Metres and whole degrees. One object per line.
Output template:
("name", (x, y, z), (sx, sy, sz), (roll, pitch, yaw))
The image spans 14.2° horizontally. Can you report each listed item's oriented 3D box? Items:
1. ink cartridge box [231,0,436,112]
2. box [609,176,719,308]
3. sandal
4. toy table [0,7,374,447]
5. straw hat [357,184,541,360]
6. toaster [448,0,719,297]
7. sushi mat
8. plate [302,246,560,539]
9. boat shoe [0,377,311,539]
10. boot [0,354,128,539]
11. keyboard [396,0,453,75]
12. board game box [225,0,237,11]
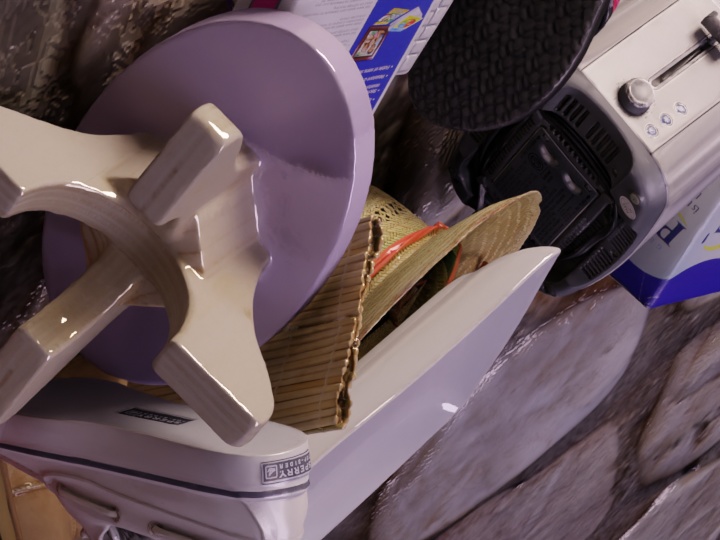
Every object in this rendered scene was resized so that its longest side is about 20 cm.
("ink cartridge box", (-0.025, -0.089, 1.282), (0.094, 0.037, 0.200), (-14, 143, -43))
("box", (0.230, -0.092, 1.695), (0.184, 0.105, 0.200), (-11, 140, -53))
("sandal", (0.102, -0.148, 1.429), (0.200, 0.075, 0.045), (-52, 167, 9))
("toy table", (-0.087, -0.013, 1.214), (0.117, 0.183, 0.200), (-37, 159, -57))
("straw hat", (0.000, 0.000, 1.481), (0.201, 0.085, 0.201), (-43, 169, -10))
("toaster", (0.136, -0.072, 1.540), (0.129, 0.114, 0.200), (-36, 172, -27))
("sushi mat", (-0.054, 0.035, 1.310), (0.012, 0.200, 0.096), (23, 70, -29))
("plate", (0.004, 0.079, 1.469), (0.199, 0.032, 0.200), (-41, 169, -27))
("boat shoe", (-0.101, 0.091, 1.266), (0.072, 0.199, 0.066), (-16, 109, -52))
("boot", (-0.116, 0.119, 1.411), (0.200, 0.066, 0.176), (-17, 102, -47))
("keyboard", (0.056, -0.169, 1.321), (0.056, 0.011, 0.200), (-8, 136, -54))
("board game box", (0.025, -0.158, 1.331), (0.200, 0.032, 0.120), (-40, 160, -14))
